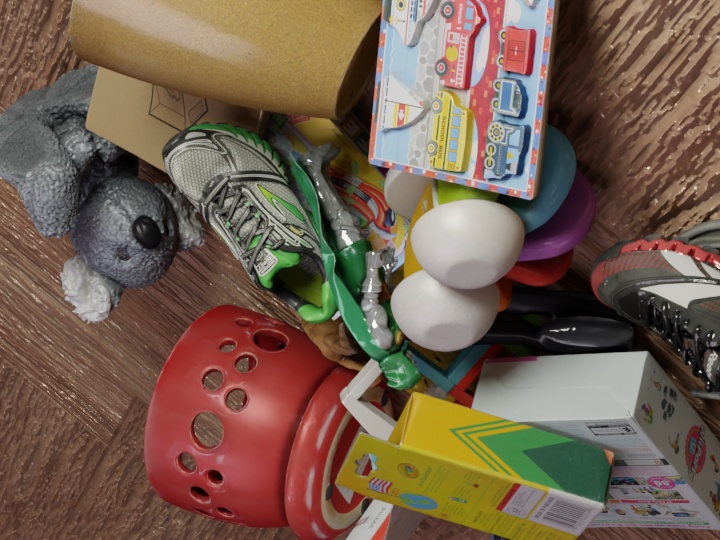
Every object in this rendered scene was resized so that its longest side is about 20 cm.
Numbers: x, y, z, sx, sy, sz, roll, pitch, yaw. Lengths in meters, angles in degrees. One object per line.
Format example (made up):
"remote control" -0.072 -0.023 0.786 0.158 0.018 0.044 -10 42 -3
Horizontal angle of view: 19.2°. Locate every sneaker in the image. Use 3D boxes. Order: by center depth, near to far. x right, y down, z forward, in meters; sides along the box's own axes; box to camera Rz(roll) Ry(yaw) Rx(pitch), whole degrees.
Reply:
"sneaker" 0.249 0.035 1.533 0.200 0.098 0.071 16 142 26
"sneaker" -0.078 -0.039 1.698 0.200 0.085 0.078 42 113 -17

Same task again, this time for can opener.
"can opener" 0.123 0.036 1.695 0.199 0.064 0.079 7 159 9

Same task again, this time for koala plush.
"koala plush" -0.230 -0.067 1.933 0.183 0.177 0.200 18 145 53

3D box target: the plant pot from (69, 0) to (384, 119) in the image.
"plant pot" -0.083 -0.198 1.576 0.199 0.187 0.187 27 148 11

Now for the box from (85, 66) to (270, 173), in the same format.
"box" -0.139 -0.172 1.730 0.163 0.021 0.201 28 120 20

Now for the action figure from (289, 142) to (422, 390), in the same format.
"action figure" 0.000 0.000 1.666 0.118 0.054 0.201 -1 -111 -80

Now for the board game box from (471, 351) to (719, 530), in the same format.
"board game box" 0.200 0.141 1.721 0.147 0.065 0.200 -3 147 33

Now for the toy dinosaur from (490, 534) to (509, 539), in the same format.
"toy dinosaur" 0.168 0.271 2.039 0.182 0.105 0.201 92 161 -69

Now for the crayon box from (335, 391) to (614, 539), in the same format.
"crayon box" 0.088 0.158 1.688 0.199 0.051 0.127 17 153 -4

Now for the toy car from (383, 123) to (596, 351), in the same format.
"toy car" 0.101 -0.043 1.607 0.149 0.176 0.200 4 144 -9

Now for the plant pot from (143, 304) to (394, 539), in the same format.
"plant pot" -0.079 0.149 2.004 0.182 0.201 0.201 15 142 27

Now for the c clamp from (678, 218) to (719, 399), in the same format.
"c clamp" 0.287 0.038 1.604 0.170 0.027 0.200 6 135 43

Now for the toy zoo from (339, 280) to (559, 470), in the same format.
"toy zoo" 0.076 0.092 1.759 0.131 0.200 0.020 36 -167 -17

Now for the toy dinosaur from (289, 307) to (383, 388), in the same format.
"toy dinosaur" -0.020 0.063 1.897 0.106 0.061 0.200 24 -176 -26

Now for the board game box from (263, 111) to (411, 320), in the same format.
"board game box" -0.041 -0.073 1.761 0.200 0.034 0.134 47 125 -3

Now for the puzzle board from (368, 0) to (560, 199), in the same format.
"puzzle board" 0.070 -0.161 1.486 0.150 0.017 0.201 14 104 38

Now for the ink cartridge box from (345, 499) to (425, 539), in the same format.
"ink cartridge box" 0.039 0.196 1.960 0.050 0.162 0.200 30 148 14

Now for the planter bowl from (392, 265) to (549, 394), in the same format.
"planter bowl" 0.068 0.055 1.822 0.200 0.084 0.201 28 148 20
